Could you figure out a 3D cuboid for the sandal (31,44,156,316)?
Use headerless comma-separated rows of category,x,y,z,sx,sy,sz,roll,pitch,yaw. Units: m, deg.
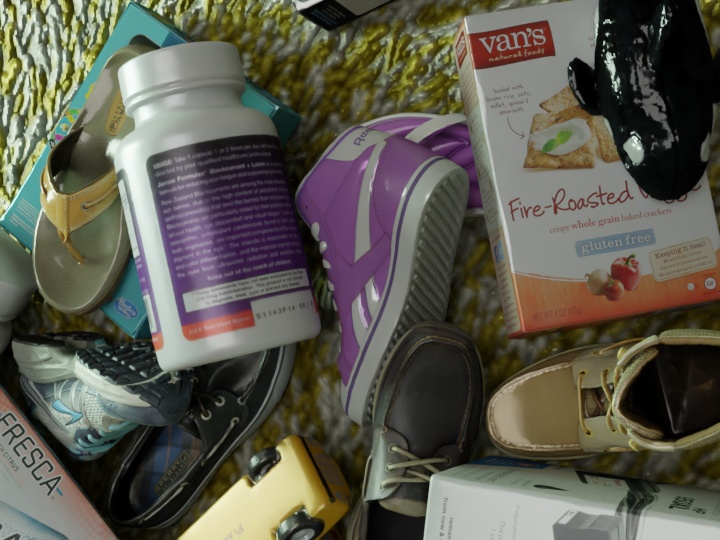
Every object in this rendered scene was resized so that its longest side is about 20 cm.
sandal,-0.192,-0.068,0.868,0.080,0.054,0.201,22,95,20

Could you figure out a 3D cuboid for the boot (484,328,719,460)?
boot,0.154,0.077,0.724,0.199,0.155,0.073,-10,84,20

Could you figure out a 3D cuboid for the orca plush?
orca plush,0.186,-0.147,0.713,0.104,0.071,0.201,14,82,-2

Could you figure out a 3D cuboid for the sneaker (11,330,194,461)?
sneaker,-0.182,0.096,0.879,0.199,0.077,0.087,8,102,50

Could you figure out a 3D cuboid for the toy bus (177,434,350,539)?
toy bus,-0.081,0.202,0.836,0.200,0.078,0.065,-45,51,17

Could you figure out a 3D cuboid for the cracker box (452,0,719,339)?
cracker box,0.142,-0.067,0.765,0.133,0.058,0.201,-10,82,-5

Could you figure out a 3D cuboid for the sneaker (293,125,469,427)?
sneaker,0.000,0.000,0.822,0.114,0.072,0.202,28,116,29

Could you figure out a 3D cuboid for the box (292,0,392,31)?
box,0.034,-0.263,0.841,0.199,0.060,0.117,-23,79,18

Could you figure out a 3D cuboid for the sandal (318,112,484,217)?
sandal,0.058,-0.071,0.825,0.201,0.050,0.083,-1,86,19

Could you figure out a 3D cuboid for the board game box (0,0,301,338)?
board game box,-0.159,-0.074,0.910,0.151,0.047,0.201,37,100,18

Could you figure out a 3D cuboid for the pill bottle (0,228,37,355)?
pill bottle,-0.342,0.057,0.936,0.113,0.113,0.200,44,101,17

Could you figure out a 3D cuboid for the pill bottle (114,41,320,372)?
pill bottle,-0.100,-0.042,0.804,0.111,0.111,0.201,-13,88,19

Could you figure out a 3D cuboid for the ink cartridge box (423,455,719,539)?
ink cartridge box,0.151,0.170,0.726,0.199,0.144,0.085,6,89,20

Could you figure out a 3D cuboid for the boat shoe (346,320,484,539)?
boat shoe,0.038,0.131,0.778,0.074,0.073,0.201,8,114,-4

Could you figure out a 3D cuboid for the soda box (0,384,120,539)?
soda box,-0.242,0.160,0.873,0.068,0.064,0.200,-38,70,-16

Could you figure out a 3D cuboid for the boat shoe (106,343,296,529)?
boat shoe,-0.115,0.107,0.877,0.068,0.057,0.201,36,100,19
